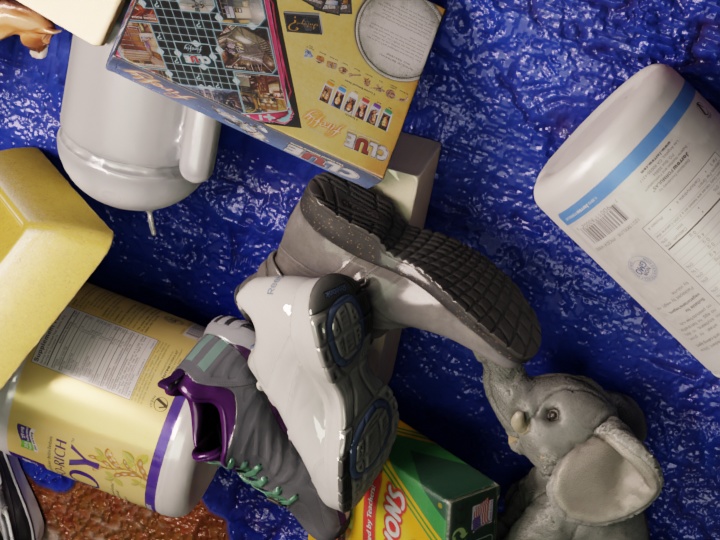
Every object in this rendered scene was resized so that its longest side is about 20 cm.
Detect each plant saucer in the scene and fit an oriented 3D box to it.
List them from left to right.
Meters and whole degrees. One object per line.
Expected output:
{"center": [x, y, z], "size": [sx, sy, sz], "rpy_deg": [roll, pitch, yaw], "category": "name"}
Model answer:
{"center": [-0.285, 0.008, 1.359], "size": [0.048, 0.200, 0.200], "rpy_deg": [37, 93, -36], "category": "plant saucer"}

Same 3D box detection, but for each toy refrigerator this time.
{"center": [0.000, 0.000, 1.372], "size": [0.070, 0.076, 0.200], "rpy_deg": [15, 117, 9], "category": "toy refrigerator"}

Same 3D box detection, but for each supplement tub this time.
{"center": [-0.199, 0.089, 1.430], "size": [0.200, 0.145, 0.146], "rpy_deg": [20, 117, 7], "category": "supplement tub"}
{"center": [0.227, -0.029, 1.263], "size": [0.200, 0.132, 0.132], "rpy_deg": [43, 117, -6], "category": "supplement tub"}

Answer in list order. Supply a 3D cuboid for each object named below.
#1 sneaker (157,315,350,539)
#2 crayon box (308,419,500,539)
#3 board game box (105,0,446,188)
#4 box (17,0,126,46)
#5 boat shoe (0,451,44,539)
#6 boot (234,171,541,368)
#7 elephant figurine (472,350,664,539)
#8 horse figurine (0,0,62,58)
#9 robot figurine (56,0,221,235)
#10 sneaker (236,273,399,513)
{"center": [-0.081, 0.132, 1.353], "size": [0.074, 0.088, 0.200], "rpy_deg": [4, 129, 50], "category": "sneaker"}
{"center": [0.019, 0.179, 1.399], "size": [0.200, 0.051, 0.127], "rpy_deg": [29, 126, 48], "category": "crayon box"}
{"center": [-0.056, -0.157, 1.266], "size": [0.200, 0.035, 0.136], "rpy_deg": [25, 75, -14], "category": "board game box"}
{"center": [-0.198, -0.276, 1.251], "size": [0.163, 0.021, 0.200], "rpy_deg": [30, 103, 9], "category": "box"}
{"center": [-0.327, 0.161, 1.541], "size": [0.072, 0.068, 0.200], "rpy_deg": [-13, 109, 21], "category": "boat shoe"}
{"center": [0.019, 0.031, 1.310], "size": [0.200, 0.070, 0.132], "rpy_deg": [36, 125, 6], "category": "boot"}
{"center": [0.157, 0.138, 1.356], "size": [0.141, 0.155, 0.200], "rpy_deg": [36, 122, 43], "category": "elephant figurine"}
{"center": [-0.325, -0.191, 1.380], "size": [0.200, 0.050, 0.133], "rpy_deg": [36, 142, -1], "category": "horse figurine"}
{"center": [-0.154, -0.127, 1.338], "size": [0.170, 0.113, 0.200], "rpy_deg": [41, 127, 41], "category": "robot figurine"}
{"center": [-0.030, 0.080, 1.299], "size": [0.087, 0.075, 0.200], "rpy_deg": [13, 127, 33], "category": "sneaker"}
